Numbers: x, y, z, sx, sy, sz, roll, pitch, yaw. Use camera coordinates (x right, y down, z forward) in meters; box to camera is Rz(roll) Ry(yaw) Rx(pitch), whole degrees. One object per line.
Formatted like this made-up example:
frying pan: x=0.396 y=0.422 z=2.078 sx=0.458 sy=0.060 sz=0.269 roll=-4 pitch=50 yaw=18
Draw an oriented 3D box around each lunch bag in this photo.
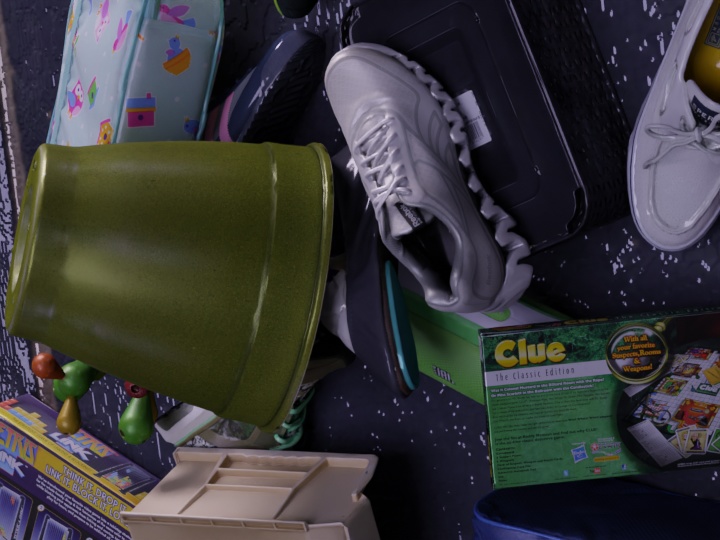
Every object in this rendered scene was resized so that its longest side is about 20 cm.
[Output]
lunch bag: x=-0.175 y=-0.131 z=1.542 sx=0.160 sy=0.076 sz=0.202 roll=25 pitch=103 yaw=58
lunch bag: x=0.172 y=0.223 z=1.385 sx=0.198 sy=0.135 sz=0.134 roll=11 pitch=107 yaw=31

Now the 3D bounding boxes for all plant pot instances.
plant pot: x=-0.137 y=-0.004 z=1.414 sx=0.191 sy=0.201 sz=0.202 roll=10 pitch=112 yaw=-14

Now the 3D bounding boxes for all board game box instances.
board game box: x=0.179 y=0.080 z=1.353 sx=0.198 sy=0.023 sz=0.106 roll=-5 pitch=101 yaw=0
board game box: x=-0.238 y=0.222 z=1.718 sx=0.199 sy=0.057 sz=0.167 roll=30 pitch=114 yaw=27

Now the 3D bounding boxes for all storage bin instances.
storage bin: x=-0.053 y=0.242 z=1.540 sx=0.197 sy=0.094 sz=0.202 roll=-1 pitch=114 yaw=33
storage bin: x=0.088 y=-0.108 z=1.397 sx=0.135 sy=0.093 sz=0.202 roll=-23 pitch=86 yaw=35

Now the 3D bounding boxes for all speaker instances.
speaker: x=0.079 y=0.045 z=1.442 sx=0.199 sy=0.088 sz=0.089 roll=27 pitch=114 yaw=27

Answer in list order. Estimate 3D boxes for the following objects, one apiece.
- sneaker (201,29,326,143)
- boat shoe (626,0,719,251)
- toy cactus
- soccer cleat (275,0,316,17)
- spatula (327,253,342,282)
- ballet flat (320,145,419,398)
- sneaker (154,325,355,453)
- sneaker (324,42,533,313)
sneaker: x=-0.100 y=-0.111 z=1.541 sx=0.082 sy=0.070 sz=0.201 roll=46 pitch=120 yaw=20
boat shoe: x=0.217 y=-0.100 z=1.304 sx=0.074 sy=0.086 sz=0.204 roll=17 pitch=109 yaw=0
toy cactus: x=-0.179 y=0.036 z=1.605 sx=0.165 sy=0.102 sz=0.200 roll=-37 pitch=36 yaw=8
soccer cleat: x=-0.016 y=-0.267 z=1.445 sx=0.080 sy=0.067 sz=0.202 roll=19 pitch=110 yaw=17
spatula: x=-0.068 y=0.023 z=1.562 sx=0.199 sy=0.057 sz=0.021 roll=-23 pitch=112 yaw=45
ballet flat: x=0.000 y=0.000 z=1.403 sx=0.073 sy=0.073 sz=0.202 roll=-28 pitch=52 yaw=35
sneaker: x=-0.064 y=0.107 z=1.574 sx=0.199 sy=0.077 sz=0.089 roll=-29 pitch=97 yaw=41
sneaker: x=0.033 y=-0.060 z=1.341 sx=0.075 sy=0.081 sz=0.201 roll=-41 pitch=75 yaw=35
